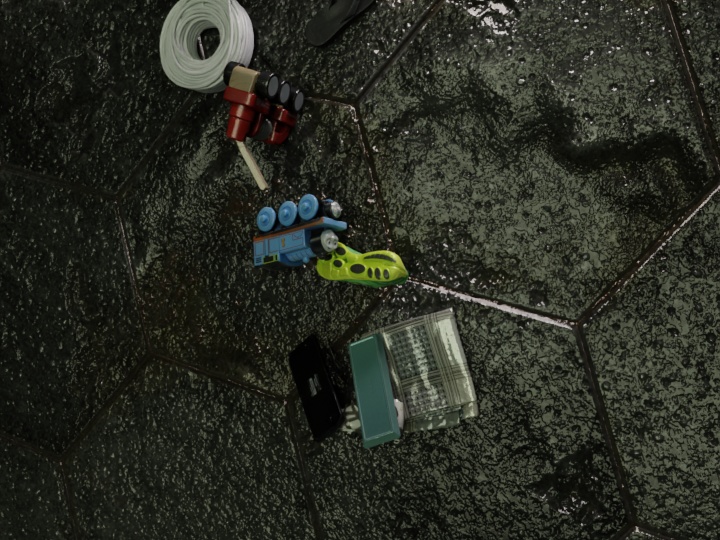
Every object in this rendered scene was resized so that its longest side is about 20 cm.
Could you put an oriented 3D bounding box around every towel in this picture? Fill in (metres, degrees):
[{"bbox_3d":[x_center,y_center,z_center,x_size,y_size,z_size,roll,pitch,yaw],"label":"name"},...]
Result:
[{"bbox_3d":[0.104,0.189,1.318,0.190,0.034,0.203,-17,84,18],"label":"towel"}]

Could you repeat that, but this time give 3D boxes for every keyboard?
[{"bbox_3d":[-0.067,0.210,1.350,0.104,0.039,0.202,-41,49,21],"label":"keyboard"}]

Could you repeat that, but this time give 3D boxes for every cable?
[{"bbox_3d":[-0.308,-0.457,1.460,0.197,0.069,0.203,-19,83,19],"label":"cable"}]

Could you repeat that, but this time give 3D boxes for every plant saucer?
[{"bbox_3d":[0.019,0.206,1.284,0.069,0.019,0.202,-21,55,16],"label":"plant saucer"}]

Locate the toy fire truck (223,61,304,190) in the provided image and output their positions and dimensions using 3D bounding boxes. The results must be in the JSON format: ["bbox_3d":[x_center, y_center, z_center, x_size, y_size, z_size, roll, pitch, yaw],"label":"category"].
[{"bbox_3d":[-0.184,-0.258,1.355,0.127,0.176,0.203,19,95,18],"label":"toy fire truck"}]

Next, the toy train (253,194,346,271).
[{"bbox_3d":[-0.115,-0.067,1.357,0.198,0.086,0.116,-11,79,36],"label":"toy train"}]

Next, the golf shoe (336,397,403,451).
[{"bbox_3d":[0.001,0.262,1.327,0.198,0.077,0.096,4,73,38],"label":"golf shoe"}]

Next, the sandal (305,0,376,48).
[{"bbox_3d":[-0.027,-0.503,1.375,0.076,0.043,0.200,46,103,15],"label":"sandal"}]

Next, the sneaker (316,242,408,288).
[{"bbox_3d":[0.000,0.000,1.337,0.198,0.083,0.075,11,73,37],"label":"sneaker"}]
